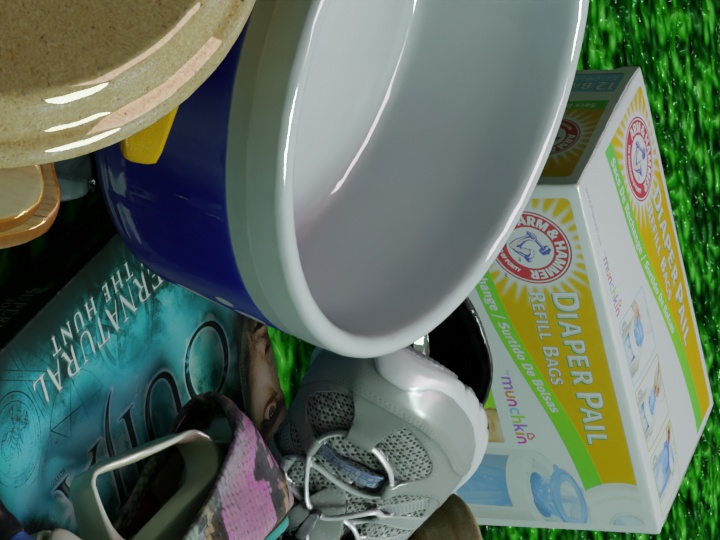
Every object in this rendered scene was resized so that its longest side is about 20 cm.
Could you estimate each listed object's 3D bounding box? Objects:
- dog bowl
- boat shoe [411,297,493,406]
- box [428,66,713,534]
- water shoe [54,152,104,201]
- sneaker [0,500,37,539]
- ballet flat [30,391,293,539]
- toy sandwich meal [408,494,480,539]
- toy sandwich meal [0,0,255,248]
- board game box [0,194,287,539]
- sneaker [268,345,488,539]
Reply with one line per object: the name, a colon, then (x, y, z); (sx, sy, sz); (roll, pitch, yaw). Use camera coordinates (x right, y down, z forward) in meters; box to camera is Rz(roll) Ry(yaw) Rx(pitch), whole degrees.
dog bowl: (-0.002, -0.077, 0.879); (0.200, 0.079, 0.201); (-41, 141, -44)
boat shoe: (0.001, -0.002, 1.092); (0.202, 0.063, 0.074); (57, 44, -48)
box: (0.086, 0.014, 1.213); (0.101, 0.112, 0.201); (-58, 140, -48)
water shoe: (-0.111, -0.064, 0.851); (0.200, 0.071, 0.079); (-47, 136, -41)
sneaker: (-0.148, 0.047, 0.757); (0.200, 0.078, 0.076); (61, 38, -46)
ballet flat: (-0.082, 0.104, 0.864); (0.071, 0.069, 0.200); (61, 31, -16)
toy sandwich meal: (0.043, 0.191, 1.072); (0.205, 0.070, 0.206); (-173, -90, -78)
toy sandwich meal: (-0.120, -0.100, 0.754); (0.070, 0.204, 0.206); (126, -19, -62)
board game box: (-0.089, 0.051, 0.940); (0.200, 0.028, 0.136); (-50, 135, -52)
sneaker: (-0.008, 0.093, 0.979); (0.082, 0.075, 0.200); (-57, 173, -34)
